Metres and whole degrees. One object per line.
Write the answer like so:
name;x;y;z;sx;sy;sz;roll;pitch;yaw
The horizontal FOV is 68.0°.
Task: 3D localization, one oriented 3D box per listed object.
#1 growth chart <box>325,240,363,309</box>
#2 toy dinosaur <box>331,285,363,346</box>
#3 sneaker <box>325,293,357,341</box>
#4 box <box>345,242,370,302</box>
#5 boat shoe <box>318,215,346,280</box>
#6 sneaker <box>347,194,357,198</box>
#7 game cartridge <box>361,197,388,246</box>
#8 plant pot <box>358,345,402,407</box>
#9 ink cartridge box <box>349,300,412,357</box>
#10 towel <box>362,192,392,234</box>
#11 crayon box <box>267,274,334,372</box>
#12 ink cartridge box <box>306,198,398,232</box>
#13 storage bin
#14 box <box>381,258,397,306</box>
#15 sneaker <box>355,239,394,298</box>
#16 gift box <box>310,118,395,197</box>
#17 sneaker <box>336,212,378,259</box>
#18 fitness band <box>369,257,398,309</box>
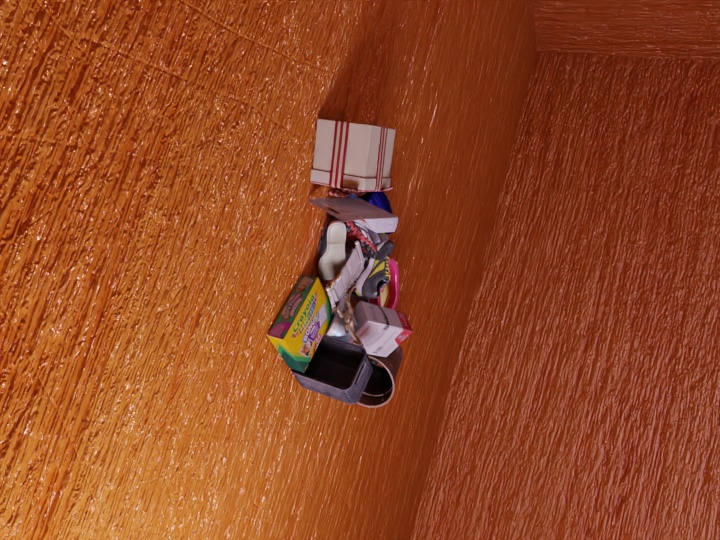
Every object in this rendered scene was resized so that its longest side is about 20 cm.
growth chart;-0.040;0.015;1.515;0.201;0.018;0.145;-60;162;-29
toy dinosaur;-0.037;0.121;1.510;0.101;0.058;0.202;49;28;-55
sneaker;-0.048;0.144;1.592;0.074;0.081;0.201;-52;-168;32
box;0.000;0.000;1.704;0.117;0.059;0.201;-63;152;-28
boat shoe;-0.081;-0.066;1.486;0.067;0.073;0.201;-103;-164;-50
sneaker;0.000;-0.279;1.538;0.076;0.076;0.203;1;107;-67
game cartridge;0.050;-0.133;1.712;0.200;0.040;0.135;46;37;-62
plant pot;0.051;0.331;1.847;0.198;0.198;0.203;-46;143;-60
ink cartridge box;0.040;0.188;1.679;0.198;0.084;0.144;17;128;-39
towel;0.057;-0.219;1.652;0.200;0.049;0.149;51;29;-56
crayon box;-0.154;0.143;1.440;0.201;0.058;0.173;-63;153;-30
ink cartridge box;-0.023;-0.144;1.405;0.198;0.159;0.048;-9;121;-43
storage bin;-0.080;0.272;1.497;0.136;0.198;0.094;-62;152;-29
box;0.062;0.055;1.838;0.050;0.075;0.202;28;75;-31
sneaker;0.064;0.002;1.650;0.202;0.084;0.075;-61;153;-12
gift box;-0.010;-0.284;1.384;0.184;0.198;0.189;-16;118;-57
sneaker;-0.007;-0.116;1.568;0.200;0.070;0.099;44;50;-35
fitness band;0.081;0.057;1.761;0.143;0.037;0.203;-24;119;-52
